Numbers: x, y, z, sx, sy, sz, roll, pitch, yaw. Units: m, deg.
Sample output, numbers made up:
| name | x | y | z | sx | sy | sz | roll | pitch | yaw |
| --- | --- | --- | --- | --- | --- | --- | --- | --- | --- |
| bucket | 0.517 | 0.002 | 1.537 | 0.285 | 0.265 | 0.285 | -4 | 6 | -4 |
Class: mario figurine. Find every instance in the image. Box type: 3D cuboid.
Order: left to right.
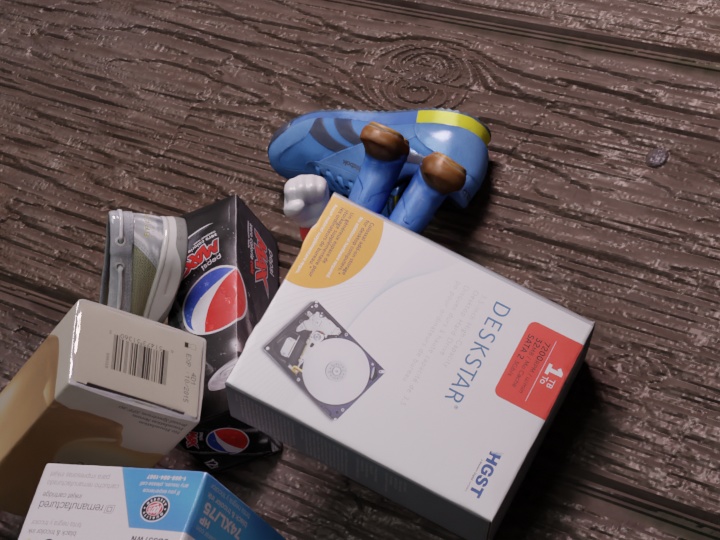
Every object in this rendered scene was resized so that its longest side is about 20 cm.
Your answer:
| name | x | y | z | sx | sy | sz | roll | pitch | yaw |
| --- | --- | --- | --- | --- | --- | --- | --- | --- | --- |
| mario figurine | 0.000 | 0.000 | 1.540 | 0.123 | 0.106 | 0.201 | 24 | 89 | 42 |

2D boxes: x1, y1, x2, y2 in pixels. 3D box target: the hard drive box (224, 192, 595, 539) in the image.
| name | x | y | z | sx | sy | sz | roll | pitch | yaw |
| --- | --- | --- | --- | --- | --- | --- | --- | --- | --- |
| hard drive box | 0.033 | 0.066 | 1.446 | 0.199 | 0.077 | 0.157 | 26 | 71 | 9 |

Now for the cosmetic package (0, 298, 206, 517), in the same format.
| name | x | y | z | sx | sy | sz | roll | pitch | yaw |
| --- | --- | --- | --- | --- | --- | --- | --- | --- | --- |
| cosmetic package | -0.198 | 0.108 | 1.553 | 0.200 | 0.104 | 0.072 | -46 | 33 | 48 |

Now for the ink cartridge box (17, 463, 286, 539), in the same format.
| name | x | y | z | sx | sy | sz | roll | pitch | yaw |
| --- | --- | --- | --- | --- | --- | --- | --- | --- | --- |
| ink cartridge box | -0.150 | 0.252 | 1.442 | 0.146 | 0.146 | 0.201 | -1 | 58 | 34 |

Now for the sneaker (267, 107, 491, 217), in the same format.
| name | x | y | z | sx | sy | sz | roll | pitch | yaw |
| --- | --- | --- | --- | --- | --- | --- | --- | --- | --- |
| sneaker | 0.005 | -0.075 | 1.644 | 0.199 | 0.066 | 0.079 | 1 | 62 | 34 |

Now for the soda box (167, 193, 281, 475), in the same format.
| name | x | y | z | sx | sy | sz | roll | pitch | yaw |
| --- | --- | --- | --- | --- | --- | --- | --- | --- | --- |
| soda box | -0.102 | 0.045 | 1.620 | 0.063 | 0.071 | 0.201 | -20 | 49 | 20 |

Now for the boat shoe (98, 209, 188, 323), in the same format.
| name | x | y | z | sx | sy | sz | roll | pitch | yaw |
| --- | --- | --- | --- | --- | --- | --- | --- | --- | --- |
| boat shoe | -0.187 | 0.041 | 1.627 | 0.075 | 0.064 | 0.203 | -102 | 31 | -51 |
